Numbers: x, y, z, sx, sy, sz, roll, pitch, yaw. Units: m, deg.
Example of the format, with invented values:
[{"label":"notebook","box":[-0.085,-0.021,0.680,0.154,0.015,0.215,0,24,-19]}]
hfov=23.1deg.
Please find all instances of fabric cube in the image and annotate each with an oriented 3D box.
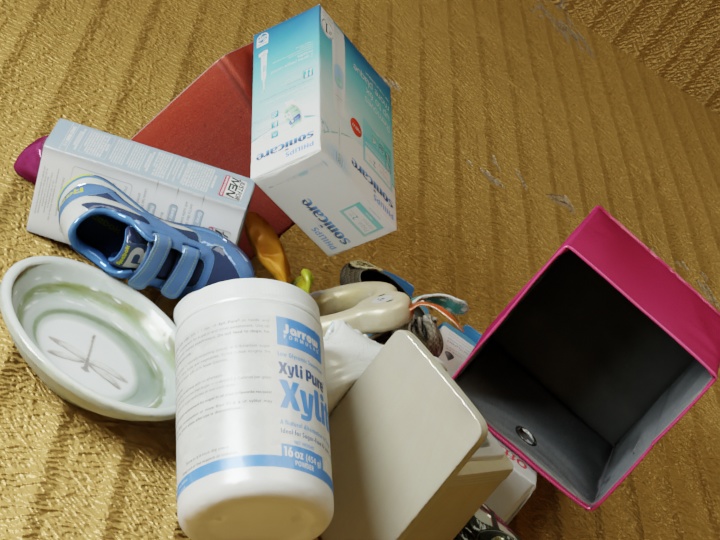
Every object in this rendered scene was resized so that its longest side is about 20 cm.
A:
[{"label":"fabric cube","box":[0.235,0.084,1.792,0.196,0.200,0.199,41,20,2]}]

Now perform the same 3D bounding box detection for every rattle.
[{"label":"rattle","box":[0.000,0.000,1.718,0.130,0.199,0.144,-6,89,-54]}]

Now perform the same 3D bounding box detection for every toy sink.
[{"label":"toy sink","box":[0.048,0.165,1.582,0.112,0.200,0.130,3,40,-52]}]

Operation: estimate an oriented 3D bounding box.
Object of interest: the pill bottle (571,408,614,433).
[{"label":"pill bottle","box":[0.265,0.155,2.017,0.112,0.112,0.200,37,23,-1]}]

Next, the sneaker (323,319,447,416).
[{"label":"sneaker","box":[0.005,0.083,1.645,0.089,0.075,0.200,51,23,26]}]

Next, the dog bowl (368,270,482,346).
[{"label":"dog bowl","box":[0.069,0.078,1.963,0.199,0.050,0.112,36,23,-6]}]

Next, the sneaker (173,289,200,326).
[{"label":"sneaker","box":[-0.082,0.084,1.639,0.199,0.073,0.085,28,22,-24]}]

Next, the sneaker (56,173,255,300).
[{"label":"sneaker","box":[-0.191,-0.014,1.627,0.199,0.074,0.082,24,17,-12]}]

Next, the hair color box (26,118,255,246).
[{"label":"hair color box","box":[-0.210,-0.062,1.691,0.199,0.099,0.061,18,32,-2]}]

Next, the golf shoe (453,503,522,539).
[{"label":"golf shoe","box":[0.090,0.242,1.684,0.200,0.077,0.088,45,4,11]}]

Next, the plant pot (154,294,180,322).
[{"label":"plant pot","box":[-0.119,0.093,1.697,0.199,0.028,0.200,30,24,-15]}]

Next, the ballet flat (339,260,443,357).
[{"label":"ballet flat","box":[0.035,0.033,1.851,0.067,0.047,0.200,1,26,-25]}]

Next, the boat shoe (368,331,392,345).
[{"label":"boat shoe","box":[0.010,0.101,1.814,0.071,0.065,0.200,37,24,2]}]

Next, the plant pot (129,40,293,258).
[{"label":"plant pot","box":[-0.126,-0.116,1.888,0.177,0.200,0.200,51,24,-2]}]

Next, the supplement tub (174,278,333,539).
[{"label":"supplement tub","box":[-0.091,0.123,1.479,0.131,0.132,0.201,20,51,-34]}]

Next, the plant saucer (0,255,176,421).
[{"label":"plant saucer","box":[-0.235,0.071,1.544,0.199,0.050,0.200,31,24,-16]}]

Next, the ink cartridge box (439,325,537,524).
[{"label":"ink cartridge box","box":[0.109,0.164,1.815,0.145,0.084,0.200,36,22,-6]}]

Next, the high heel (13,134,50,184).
[{"label":"high heel","box":[-0.253,-0.075,1.791,0.200,0.096,0.068,43,46,-31]}]

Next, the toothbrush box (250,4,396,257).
[{"label":"toothbrush box","box":[-0.037,-0.140,1.772,0.146,0.085,0.201,46,33,-42]}]
